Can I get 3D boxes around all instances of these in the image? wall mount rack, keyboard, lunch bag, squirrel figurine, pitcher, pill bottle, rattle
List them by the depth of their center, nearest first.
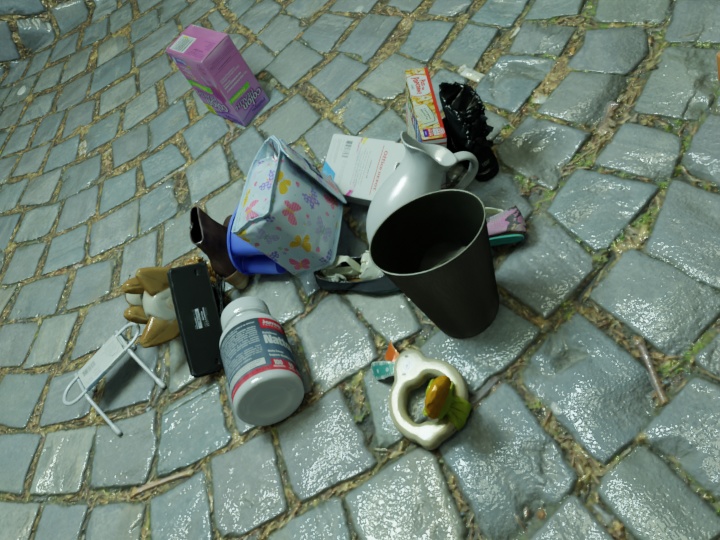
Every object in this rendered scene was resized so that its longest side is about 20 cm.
[{"bbox_3d":[0.063,0.153,1.017,0.131,0.142,0.201,-48,50,14],"label":"rattle"},{"bbox_3d":[-0.175,0.145,1.171,0.118,0.120,0.202,-32,47,4],"label":"pill bottle"},{"bbox_3d":[0.104,-0.117,1.173,0.122,0.167,0.204,57,133,47],"label":"pitcher"},{"bbox_3d":[-0.116,-0.122,1.226,0.125,0.169,0.204,-23,45,37],"label":"lunch bag"},{"bbox_3d":[-0.288,0.088,1.282,0.101,0.040,0.206,-12,83,-23],"label":"keyboard"},{"bbox_3d":[-0.469,0.207,1.337,0.200,0.075,0.173,-47,43,-9],"label":"wall mount rack"},{"bbox_3d":[-0.372,0.050,1.367,0.195,0.146,0.185,-14,9,-28],"label":"squirrel figurine"}]

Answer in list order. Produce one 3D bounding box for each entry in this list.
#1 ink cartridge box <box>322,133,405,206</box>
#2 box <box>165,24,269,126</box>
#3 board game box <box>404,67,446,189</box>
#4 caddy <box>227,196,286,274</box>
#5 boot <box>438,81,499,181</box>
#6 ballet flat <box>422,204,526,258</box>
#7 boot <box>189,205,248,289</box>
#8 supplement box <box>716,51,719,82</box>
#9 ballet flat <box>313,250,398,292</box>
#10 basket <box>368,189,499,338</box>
[{"bbox_3d":[0.022,-0.185,1.320,0.196,0.067,0.118,16,87,38],"label":"ink cartridge box"},{"bbox_3d":[-0.346,-0.474,1.688,0.174,0.201,0.097,29,72,41],"label":"box"},{"bbox_3d":[0.117,-0.246,1.270,0.045,0.154,0.204,-7,50,-1],"label":"board game box"},{"bbox_3d":[-0.183,-0.086,1.340,0.102,0.142,0.204,7,59,28],"label":"caddy"},{"bbox_3d":[0.174,-0.266,1.247,0.072,0.164,0.199,-33,46,-1],"label":"boot"},{"bbox_3d":[0.172,-0.062,1.136,0.194,0.069,0.073,-15,72,2],"label":"ballet flat"},{"bbox_3d":[-0.274,-0.077,1.367,0.071,0.167,0.203,-23,47,11],"label":"boot"},{"bbox_3d":[0.625,-0.271,1.053,0.065,0.069,0.203,-26,45,11],"label":"supplement box"},{"bbox_3d":[0.000,0.000,1.214,0.195,0.073,0.075,-3,54,29],"label":"ballet flat"},{"bbox_3d":[0.132,0.001,1.043,0.176,0.201,0.139,-21,48,15],"label":"basket"}]
